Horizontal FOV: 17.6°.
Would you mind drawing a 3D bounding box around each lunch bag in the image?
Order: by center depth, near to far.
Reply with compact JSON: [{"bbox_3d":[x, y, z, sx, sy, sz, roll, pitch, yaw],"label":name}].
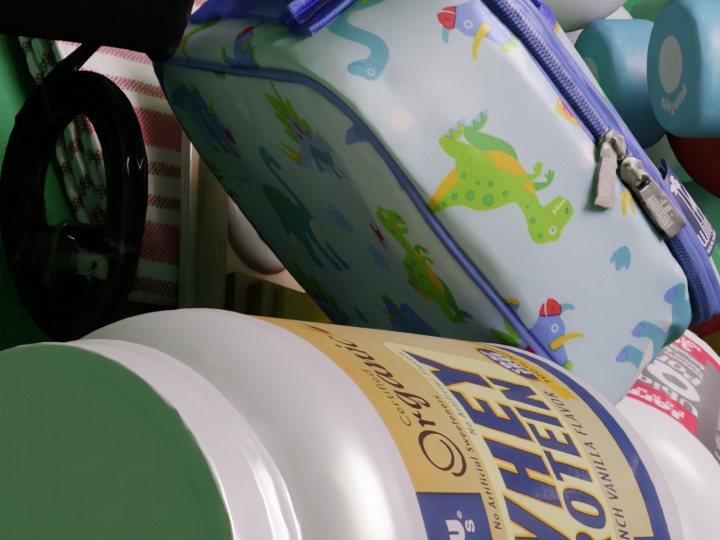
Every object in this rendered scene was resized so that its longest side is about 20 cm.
[{"bbox_3d":[0.018,-0.034,0.758,0.161,0.082,0.200,51,-13,-19],"label":"lunch bag"}]

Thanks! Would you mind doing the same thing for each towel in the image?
[{"bbox_3d":[-0.081,-0.068,0.942,0.146,0.030,0.201,8,55,-54],"label":"towel"}]

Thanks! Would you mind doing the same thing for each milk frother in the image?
[{"bbox_3d":[-0.154,-0.085,0.743,0.187,0.180,0.201,4,81,-14],"label":"milk frother"}]

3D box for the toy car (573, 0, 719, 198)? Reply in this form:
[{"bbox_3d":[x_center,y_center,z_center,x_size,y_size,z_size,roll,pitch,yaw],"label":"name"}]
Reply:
[{"bbox_3d":[0.206,-0.018,1.058,0.184,0.177,0.201,-1,90,-18],"label":"toy car"}]

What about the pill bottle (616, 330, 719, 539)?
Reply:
[{"bbox_3d":[0.080,0.086,0.811,0.111,0.111,0.200,53,16,-3],"label":"pill bottle"}]

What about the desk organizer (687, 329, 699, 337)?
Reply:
[{"bbox_3d":[0.141,0.076,0.963,0.200,0.077,0.072,26,16,26],"label":"desk organizer"}]

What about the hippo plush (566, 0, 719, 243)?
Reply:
[{"bbox_3d":[0.154,-0.070,1.233,0.160,0.160,0.200,-10,52,-29],"label":"hippo plush"}]

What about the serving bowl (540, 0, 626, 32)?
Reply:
[{"bbox_3d":[0.037,-0.167,1.107,0.200,0.066,0.200,29,12,-7],"label":"serving bowl"}]

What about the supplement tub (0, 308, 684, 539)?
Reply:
[{"bbox_3d":[-0.017,0.086,0.609,0.200,0.144,0.145,8,52,-54],"label":"supplement tub"}]

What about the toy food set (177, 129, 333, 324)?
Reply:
[{"bbox_3d":[0.000,0.000,0.901,0.143,0.060,0.201,20,64,-47],"label":"toy food set"}]

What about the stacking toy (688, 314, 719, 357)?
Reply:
[{"bbox_3d":[0.160,0.083,1.092,0.200,0.110,0.116,-22,77,-50],"label":"stacking toy"}]
